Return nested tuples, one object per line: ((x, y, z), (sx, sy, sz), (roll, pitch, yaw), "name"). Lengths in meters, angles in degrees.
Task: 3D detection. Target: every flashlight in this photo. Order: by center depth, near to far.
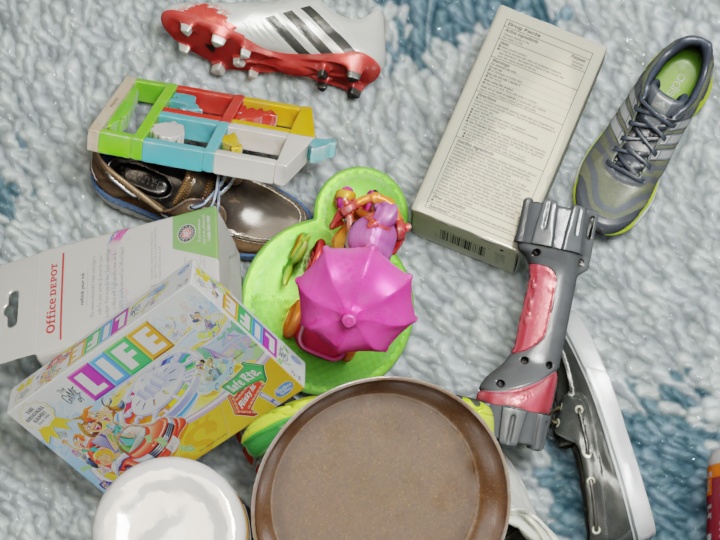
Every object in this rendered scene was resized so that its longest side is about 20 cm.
((0.136, 0.043, 1.484), (0.068, 0.068, 0.201), (8, 87, 35), "flashlight")

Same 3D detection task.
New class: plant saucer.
((0.014, 0.175, 1.383), (0.199, 0.034, 0.201), (-2, 100, -10), "plant saucer")

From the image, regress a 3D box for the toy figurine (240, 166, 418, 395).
((0.000, 0.000, 1.462), (0.150, 0.184, 0.201), (23, 81, -10), "toy figurine")

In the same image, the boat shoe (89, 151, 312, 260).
((-0.138, -0.062, 1.558), (0.199, 0.072, 0.072), (14, 75, 4), "boat shoe")

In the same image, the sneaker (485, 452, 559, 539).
((0.109, 0.189, 1.464), (0.074, 0.116, 0.200), (-35, 75, -6), "sneaker")

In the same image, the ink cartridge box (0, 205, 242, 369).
((-0.200, 0.032, 1.507), (0.199, 0.067, 0.117), (-14, 48, 9), "ink cartridge box")

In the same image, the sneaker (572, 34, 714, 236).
((0.242, -0.122, 1.563), (0.074, 0.081, 0.200), (26, 77, 8), "sneaker")

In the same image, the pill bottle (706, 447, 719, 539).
((0.329, 0.242, 1.446), (0.112, 0.113, 0.201), (3, 74, 2), "pill bottle")

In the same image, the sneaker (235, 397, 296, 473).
((-0.031, 0.152, 1.512), (0.082, 0.077, 0.200), (-31, 76, -35), "sneaker")

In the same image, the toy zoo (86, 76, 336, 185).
((-0.119, -0.118, 1.555), (0.199, 0.131, 0.021), (10, 118, 3), "toy zoo")

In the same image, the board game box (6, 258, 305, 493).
((-0.162, 0.093, 1.453), (0.200, 0.034, 0.134), (-35, 119, 22), "board game box")

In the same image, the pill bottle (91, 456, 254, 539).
((-0.135, 0.214, 1.415), (0.116, 0.200, 0.117), (-1, 75, 3), "pill bottle")

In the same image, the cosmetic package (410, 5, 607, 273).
((0.126, -0.112, 1.567), (0.103, 0.073, 0.201), (23, 76, 7), "cosmetic package")

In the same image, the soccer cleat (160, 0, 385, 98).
((-0.074, -0.212, 1.606), (0.199, 0.069, 0.085), (13, 67, 1), "soccer cleat")

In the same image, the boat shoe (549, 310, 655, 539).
((0.186, 0.132, 1.503), (0.056, 0.069, 0.201), (-17, 77, -3), "boat shoe")

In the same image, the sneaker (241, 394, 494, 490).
((0.005, 0.138, 1.428), (0.199, 0.074, 0.084), (-1, 81, 2), "sneaker")
